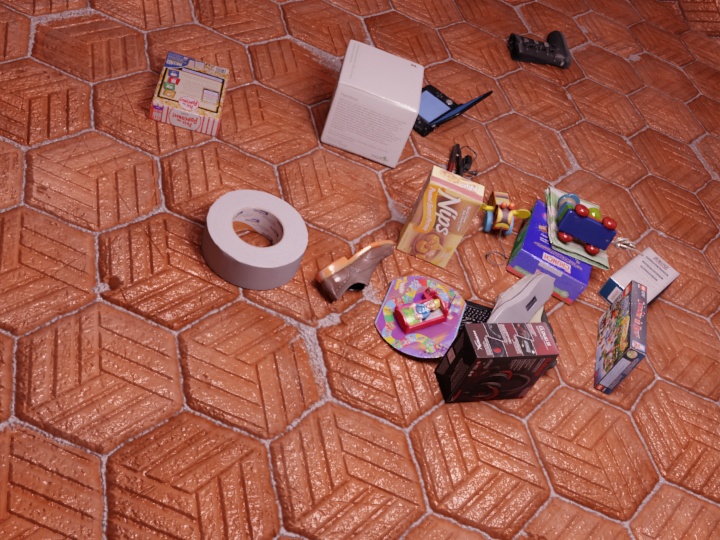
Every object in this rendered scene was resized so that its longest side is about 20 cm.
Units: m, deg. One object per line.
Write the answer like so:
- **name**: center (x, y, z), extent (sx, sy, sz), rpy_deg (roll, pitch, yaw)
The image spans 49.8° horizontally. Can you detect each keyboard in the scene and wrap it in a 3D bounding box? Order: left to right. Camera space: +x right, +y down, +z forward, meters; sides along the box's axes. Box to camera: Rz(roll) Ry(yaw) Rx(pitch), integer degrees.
- **keyboard**: center (0.203, 0.084, 1.552), extent (0.196, 0.040, 0.105), rpy_deg (15, 44, -10)

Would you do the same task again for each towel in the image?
- **towel**: center (0.489, -0.100, 1.757), extent (0.150, 0.024, 0.202), rpy_deg (20, 44, -11)

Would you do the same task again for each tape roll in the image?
- **tape roll**: center (-0.201, -0.061, 1.481), extent (0.196, 0.067, 0.203), rpy_deg (13, 45, -13)

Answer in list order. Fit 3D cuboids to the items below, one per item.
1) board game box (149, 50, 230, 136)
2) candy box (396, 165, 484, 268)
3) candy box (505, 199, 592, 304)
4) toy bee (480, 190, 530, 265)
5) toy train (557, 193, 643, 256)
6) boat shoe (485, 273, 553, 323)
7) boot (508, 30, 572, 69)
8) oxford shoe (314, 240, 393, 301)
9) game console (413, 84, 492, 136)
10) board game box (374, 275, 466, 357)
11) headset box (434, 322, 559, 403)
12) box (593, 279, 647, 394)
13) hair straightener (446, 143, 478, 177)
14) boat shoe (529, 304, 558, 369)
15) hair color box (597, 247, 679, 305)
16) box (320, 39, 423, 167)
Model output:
- **board game box**: center (-0.375, -0.395, 1.723), extent (0.148, 0.047, 0.203), rpy_deg (14, 45, -13)
- **candy box**: center (0.162, -0.106, 1.592), extent (0.113, 0.202, 0.056), rpy_deg (21, 44, -5)
- **candy box**: center (0.435, -0.043, 1.749), extent (0.167, 0.078, 0.201), rpy_deg (30, 43, 1)
- **toy bee**: center (0.325, -0.124, 1.743), extent (0.128, 0.110, 0.202), rpy_deg (-5, 46, -17)
- **toy train**: center (0.524, -0.096, 1.709), extent (0.197, 0.086, 0.117), rpy_deg (23, 31, -10)
- **boat shoe**: center (0.304, 0.072, 1.560), extent (0.200, 0.072, 0.069), rpy_deg (-42, 28, -25)
- **boot**: center (0.551, -0.708, 2.434), extent (0.196, 0.066, 0.167), rpy_deg (3, 47, -17)
- **oxford shoe**: center (0.000, 0.000, 1.528), extent (0.198, 0.071, 0.074), rpy_deg (-28, 84, -35)
- **game console**: center (0.209, -0.434, 1.978), extent (0.175, 0.117, 0.199), rpy_deg (40, 45, 14)
- **board game box**: center (0.119, 0.073, 1.495), extent (0.155, 0.039, 0.202), rpy_deg (19, 48, 8)
- **headset box**: center (0.256, 0.168, 1.419), extent (0.196, 0.150, 0.076), rpy_deg (1, 50, -24)
- **box**: center (0.532, 0.134, 1.586), extent (0.037, 0.138, 0.202), rpy_deg (24, 43, -1)
- **hair straightener**: center (0.247, -0.245, 1.884), extent (0.076, 0.041, 0.202), rpy_deg (22, 40, -5)
- **boat shoe**: center (0.352, 0.118, 1.576), extent (0.072, 0.064, 0.203), rpy_deg (-22, 34, 12)
- **hair color box**: center (0.643, 0.030, 1.788), extent (0.198, 0.061, 0.100), rpy_deg (-28, 65, -39)
- **box**: center (0.029, -0.390, 1.814), extent (0.196, 0.173, 0.201), rpy_deg (19, 44, -7)
